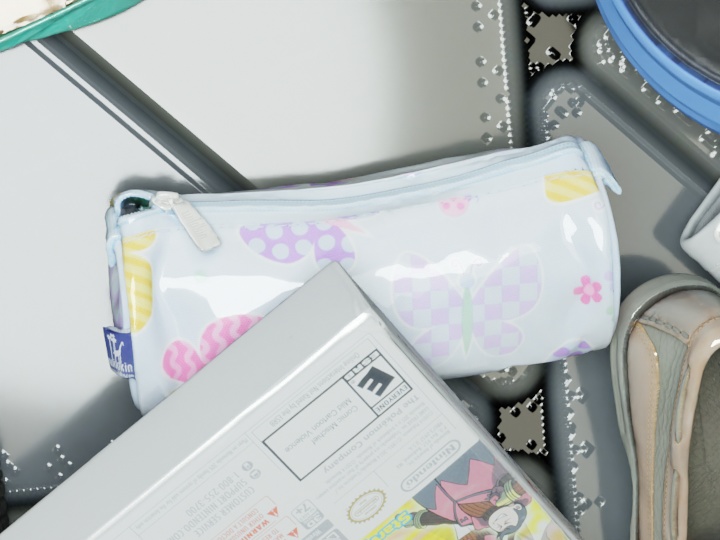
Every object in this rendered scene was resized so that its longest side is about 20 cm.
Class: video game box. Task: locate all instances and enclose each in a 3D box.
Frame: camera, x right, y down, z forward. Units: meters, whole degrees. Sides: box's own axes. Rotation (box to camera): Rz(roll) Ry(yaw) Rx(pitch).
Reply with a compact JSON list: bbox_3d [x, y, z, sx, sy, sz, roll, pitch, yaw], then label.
[{"bbox_3d":[-0.030,0.120,0.935,0.200,0.047,0.182,-39,125,3],"label":"video game box"}]

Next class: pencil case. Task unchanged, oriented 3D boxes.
[{"bbox_3d":[0.000,0.000,0.954,0.199,0.083,0.091,-7,111,-5],"label":"pencil case"}]

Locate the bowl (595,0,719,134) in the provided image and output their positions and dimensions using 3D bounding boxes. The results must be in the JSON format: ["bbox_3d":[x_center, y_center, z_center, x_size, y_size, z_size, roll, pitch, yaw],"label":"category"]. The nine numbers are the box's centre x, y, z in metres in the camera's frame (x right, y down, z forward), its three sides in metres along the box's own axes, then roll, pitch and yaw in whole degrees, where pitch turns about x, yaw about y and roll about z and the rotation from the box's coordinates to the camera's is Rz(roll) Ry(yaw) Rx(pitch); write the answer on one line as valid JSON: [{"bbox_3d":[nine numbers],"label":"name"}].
[{"bbox_3d":[0.180,-0.143,0.940,0.200,0.039,0.202,-3,80,14],"label":"bowl"}]

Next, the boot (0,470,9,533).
[{"bbox_3d":[-0.209,0.067,0.957,0.131,0.070,0.201,-9,85,-1],"label":"boot"}]

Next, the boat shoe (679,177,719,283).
[{"bbox_3d":[0.195,-0.078,0.977,0.068,0.072,0.200,30,101,-9],"label":"boat shoe"}]

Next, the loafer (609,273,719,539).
[{"bbox_3d":[0.143,0.102,0.968,0.072,0.063,0.201,-19,109,-12],"label":"loafer"}]

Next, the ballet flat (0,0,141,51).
[{"bbox_3d":[-0.129,-0.116,0.940,0.199,0.070,0.068,-27,96,-2],"label":"ballet flat"}]
